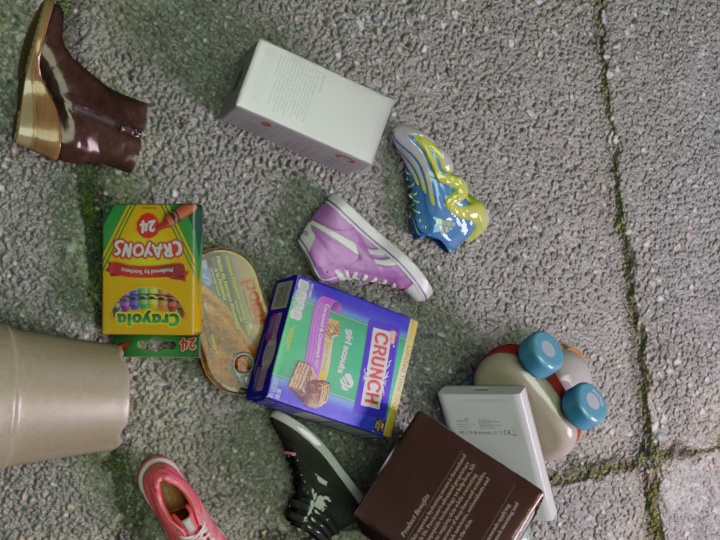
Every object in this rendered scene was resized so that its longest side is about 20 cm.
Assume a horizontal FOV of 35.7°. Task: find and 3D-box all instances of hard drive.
[{"bbox_3d":[0.193,0.257,1.575,0.026,0.130,0.202,-40,119,-50],"label":"hard drive"}]

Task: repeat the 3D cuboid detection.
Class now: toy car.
[{"bbox_3d":[0.267,0.158,1.622,0.177,0.184,0.200,49,40,1],"label":"toy car"}]

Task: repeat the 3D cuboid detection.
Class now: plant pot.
[{"bbox_3d":[-0.390,0.157,1.386,0.181,0.200,0.204,4,88,-29],"label":"plant pot"}]

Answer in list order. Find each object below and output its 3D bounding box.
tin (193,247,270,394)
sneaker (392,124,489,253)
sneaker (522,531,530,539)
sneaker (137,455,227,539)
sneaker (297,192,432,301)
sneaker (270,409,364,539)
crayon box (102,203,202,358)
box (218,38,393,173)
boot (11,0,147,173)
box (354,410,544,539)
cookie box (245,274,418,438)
[{"bbox_3d":[-0.178,0.068,1.521,0.111,0.042,0.203,-17,94,-13],"label":"tin"},{"bbox_3d":[0.095,-0.108,1.591,0.105,0.076,0.200,-46,103,-12],"label":"sneaker"},{"bbox_3d":[0.269,0.438,1.638,0.197,0.074,0.120,0,96,-15],"label":"sneaker"},{"bbox_3d":[-0.229,0.341,1.476,0.073,0.087,0.201,-34,100,-14],"label":"sneaker"},{"bbox_3d":[0.000,0.000,1.567,0.200,0.073,0.115,40,82,-3],"label":"sneaker"},{"bbox_3d":[-0.079,0.289,1.532,0.099,0.071,0.201,-42,106,-19],"label":"sneaker"},{"bbox_3d":[-0.271,0.014,1.463,0.125,0.051,0.203,-1,90,5],"label":"crayon box"},{"bbox_3d":[-0.075,-0.218,1.511,0.198,0.124,0.099,22,83,-17],"label":"box"},{"bbox_3d":[-0.360,-0.237,1.463,0.164,0.072,0.203,10,85,-30],"label":"boot"},{"bbox_3d":[0.118,0.326,1.500,0.199,0.165,0.167,32,74,15],"label":"box"},{"bbox_3d":[-0.036,0.120,1.522,0.198,0.075,0.174,21,74,-26],"label":"cookie box"}]
